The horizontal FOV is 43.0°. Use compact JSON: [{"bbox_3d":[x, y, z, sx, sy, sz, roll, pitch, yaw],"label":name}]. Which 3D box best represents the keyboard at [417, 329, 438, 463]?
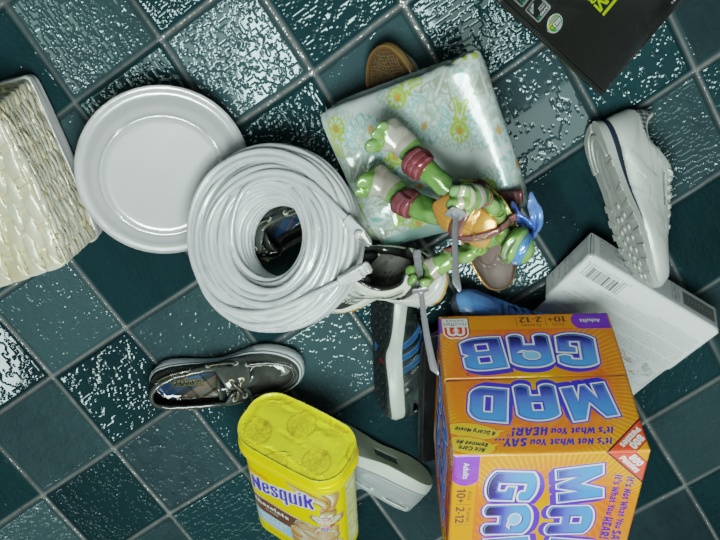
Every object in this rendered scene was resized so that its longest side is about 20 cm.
[{"bbox_3d":[0.127,0.149,1.155,0.124,0.021,0.204,-13,124,-20],"label":"keyboard"}]

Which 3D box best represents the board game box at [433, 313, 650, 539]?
[{"bbox_3d":[0.187,0.191,1.022,0.195,0.202,0.203,-1,129,1],"label":"board game box"}]

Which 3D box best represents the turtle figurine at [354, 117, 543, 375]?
[{"bbox_3d":[0.066,-0.046,0.908,0.193,0.144,0.201,39,84,21],"label":"turtle figurine"}]

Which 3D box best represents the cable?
[{"bbox_3d":[-0.091,-0.036,0.992,0.198,0.069,0.202,-35,78,16],"label":"cable"}]

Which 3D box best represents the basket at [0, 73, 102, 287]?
[{"bbox_3d":[-0.392,-0.092,1.008,0.133,0.124,0.204,-17,113,6],"label":"basket"}]

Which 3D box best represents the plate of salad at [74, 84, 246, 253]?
[{"bbox_3d":[-0.223,-0.115,1.041,0.195,0.048,0.204,-5,118,-9],"label":"plate of salad"}]

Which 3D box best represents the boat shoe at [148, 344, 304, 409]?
[{"bbox_3d":[-0.167,0.141,1.137,0.195,0.057,0.070,-7,112,1],"label":"boat shoe"}]

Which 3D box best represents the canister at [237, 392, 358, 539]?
[{"bbox_3d":[-0.071,0.261,1.129,0.146,0.087,0.203,22,141,22],"label":"canister"}]

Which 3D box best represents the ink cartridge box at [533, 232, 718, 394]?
[{"bbox_3d":[0.311,0.065,1.139,0.197,0.044,0.174,29,133,-12],"label":"ink cartridge box"}]

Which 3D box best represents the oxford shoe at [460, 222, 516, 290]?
[{"bbox_3d":[0.148,-0.062,1.064,0.070,0.073,0.204,-13,112,3],"label":"oxford shoe"}]

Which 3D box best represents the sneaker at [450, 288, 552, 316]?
[{"bbox_3d":[0.199,0.066,1.096,0.198,0.067,0.078,31,132,-18],"label":"sneaker"}]

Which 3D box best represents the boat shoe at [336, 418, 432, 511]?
[{"bbox_3d":[-0.002,0.259,1.191,0.198,0.070,0.072,28,107,-14],"label":"boat shoe"}]

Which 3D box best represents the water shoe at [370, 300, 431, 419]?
[{"bbox_3d":[0.058,0.086,1.135,0.077,0.072,0.204,-10,118,-22],"label":"water shoe"}]

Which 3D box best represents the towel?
[{"bbox_3d":[0.068,-0.125,0.995,0.196,0.048,0.174,-14,111,28],"label":"towel"}]

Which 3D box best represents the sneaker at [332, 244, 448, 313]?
[{"bbox_3d":[0.000,0.000,1.046,0.196,0.077,0.087,-7,158,30],"label":"sneaker"}]

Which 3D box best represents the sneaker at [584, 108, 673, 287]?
[{"bbox_3d":[0.323,-0.083,1.039,0.079,0.076,0.205,-16,91,-12],"label":"sneaker"}]

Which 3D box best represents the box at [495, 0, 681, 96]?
[{"bbox_3d":[0.255,-0.315,0.948,0.191,0.048,0.201,30,108,-33],"label":"box"}]

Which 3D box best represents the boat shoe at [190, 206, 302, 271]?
[{"bbox_3d":[-0.113,-0.041,1.063,0.198,0.057,0.069,-33,138,9],"label":"boat shoe"}]

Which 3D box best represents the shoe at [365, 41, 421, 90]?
[{"bbox_3d":[0.063,-0.163,1.038,0.069,0.053,0.203,-14,110,29],"label":"shoe"}]
